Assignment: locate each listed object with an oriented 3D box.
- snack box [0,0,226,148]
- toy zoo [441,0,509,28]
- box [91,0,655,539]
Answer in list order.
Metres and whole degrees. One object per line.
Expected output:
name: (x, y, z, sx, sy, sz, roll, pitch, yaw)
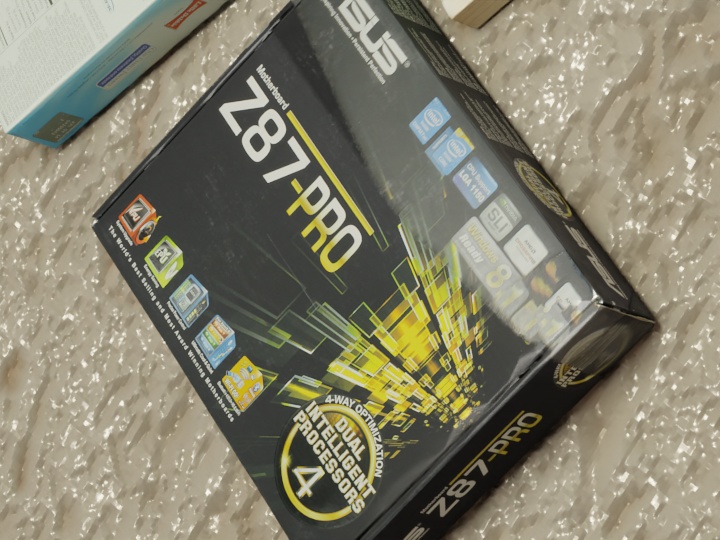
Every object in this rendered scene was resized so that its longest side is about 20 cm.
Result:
snack box: (-0.139, -0.168, 1.263, 0.116, 0.037, 0.200, -38, 61, 25)
toy zoo: (0.045, -0.213, 1.147, 0.131, 0.020, 0.200, -39, 61, 24)
box: (0.000, 0.000, 1.121, 0.161, 0.049, 0.200, -44, 58, 18)
